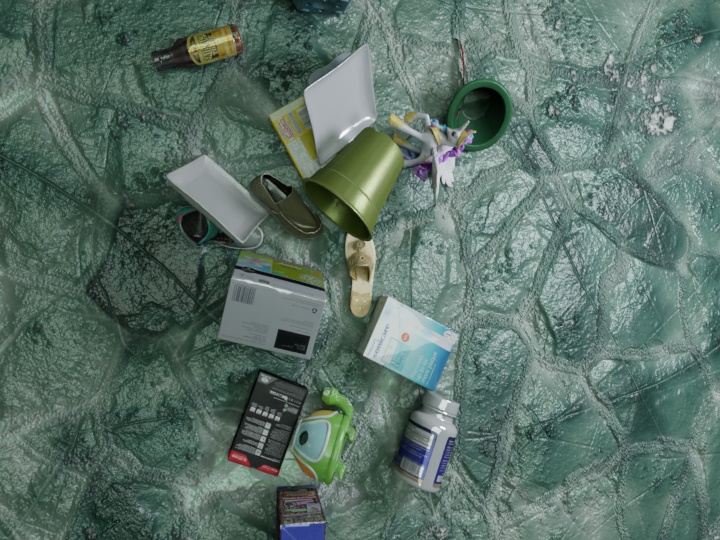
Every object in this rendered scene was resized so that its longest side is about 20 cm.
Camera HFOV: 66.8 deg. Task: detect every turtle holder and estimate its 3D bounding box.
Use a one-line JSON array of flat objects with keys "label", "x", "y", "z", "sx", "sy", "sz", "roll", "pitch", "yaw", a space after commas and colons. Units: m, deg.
[{"label": "turtle holder", "x": -0.079, "y": 0.369, "z": 1.217, "sx": 0.127, "sy": 0.141, "sz": 0.192, "roll": 16, "pitch": 95, "yaw": 6}]

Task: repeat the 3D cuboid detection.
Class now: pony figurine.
[{"label": "pony figurine", "x": 0.161, "y": -0.269, "z": 1.268, "sx": 0.194, "sy": 0.168, "sz": 0.198, "roll": 15, "pitch": 131, "yaw": 15}]

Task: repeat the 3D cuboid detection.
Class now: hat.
[{"label": "hat", "x": 0.283, "y": -0.430, "z": 1.370, "sx": 0.160, "sy": 0.179, "sz": 0.204, "roll": 14, "pitch": 124, "yaw": -13}]

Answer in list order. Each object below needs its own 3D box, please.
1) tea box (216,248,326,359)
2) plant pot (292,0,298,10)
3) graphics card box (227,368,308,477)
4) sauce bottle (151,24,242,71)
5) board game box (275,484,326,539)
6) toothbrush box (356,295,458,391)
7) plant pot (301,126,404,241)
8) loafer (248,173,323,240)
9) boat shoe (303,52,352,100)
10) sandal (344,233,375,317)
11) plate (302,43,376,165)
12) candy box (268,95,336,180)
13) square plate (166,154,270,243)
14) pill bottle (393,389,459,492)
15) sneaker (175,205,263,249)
[{"label": "tea box", "x": -0.184, "y": 0.066, "z": 1.155, "sx": 0.193, "sy": 0.197, "sz": 0.138, "roll": 15, "pitch": 105, "yaw": -12}, {"label": "plant pot", "x": -0.084, "y": -0.692, "z": 1.209, "sx": 0.188, "sy": 0.196, "sz": 0.208, "roll": -2, "pitch": 98, "yaw": -12}, {"label": "graphics card box", "x": -0.208, "y": 0.341, "z": 1.232, "sx": 0.122, "sy": 0.051, "sz": 0.206, "roll": 21, "pitch": 86, "yaw": -11}, {"label": "sauce bottle", "x": -0.358, "y": -0.485, "z": 1.204, "sx": 0.195, "sy": 0.066, "sz": 0.068, "roll": -23, "pitch": 94, "yaw": -11}, {"label": "board game box", "x": -0.132, "y": 0.579, "z": 1.169, "sx": 0.093, "sy": 0.200, "sz": 0.166, "roll": 2, "pitch": 88, "yaw": -11}, {"label": "toothbrush box", "x": 0.109, "y": 0.169, "z": 1.288, "sx": 0.196, "sy": 0.085, "sz": 0.150, "roll": 28, "pitch": 84, "yaw": -9}, {"label": "plant pot", "x": 0.000, "y": -0.206, "z": 1.217, "sx": 0.199, "sy": 0.200, "sz": 0.192, "roll": 39, "pitch": 78, "yaw": -9}, {"label": "loafer", "x": -0.164, "y": -0.145, "z": 1.230, "sx": 0.197, "sy": 0.070, "sz": 0.076, "roll": 35, "pitch": 63, "yaw": -9}, {"label": "boat shoe", "x": -0.059, "y": -0.431, "z": 1.266, "sx": 0.075, "sy": 0.086, "sz": 0.202, "roll": 47, "pitch": 55, "yaw": -1}, {"label": "sandal", "x": 0.005, "y": 0.000, "z": 1.274, "sx": 0.075, "sy": 0.070, "sz": 0.220, "roll": 0, "pitch": 89, "yaw": -12}, {"label": "plate", "x": -0.046, "y": -0.370, "z": 1.216, "sx": 0.032, "sy": 0.202, "sz": 0.199, "roll": 34, "pitch": 65, "yaw": 30}, {"label": "candy box", "x": -0.123, "y": -0.291, "z": 1.272, "sx": 0.100, "sy": 0.026, "sz": 0.204, "roll": -30, "pitch": 96, "yaw": -10}, {"label": "square plate", "x": -0.297, "y": -0.152, "z": 1.162, "sx": 0.197, "sy": 0.201, "sz": 0.028, "roll": 41, "pitch": 113, "yaw": -9}, {"label": "pill bottle", "x": 0.160, "y": 0.395, "z": 1.278, "sx": 0.116, "sy": 0.120, "sz": 0.206, "roll": 21, "pitch": 85, "yaw": -11}, {"label": "sneaker", "x": -0.306, "y": -0.088, "z": 1.174, "sx": 0.193, "sy": 0.121, "sz": 0.086, "roll": 14, "pitch": 100, "yaw": -11}]
